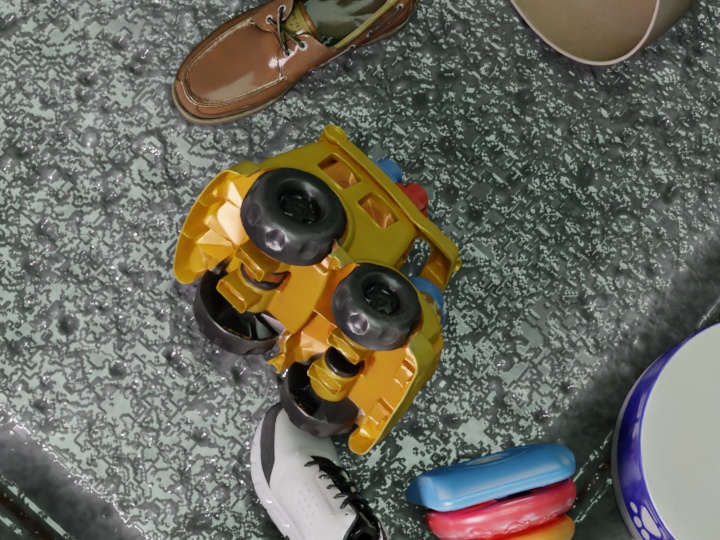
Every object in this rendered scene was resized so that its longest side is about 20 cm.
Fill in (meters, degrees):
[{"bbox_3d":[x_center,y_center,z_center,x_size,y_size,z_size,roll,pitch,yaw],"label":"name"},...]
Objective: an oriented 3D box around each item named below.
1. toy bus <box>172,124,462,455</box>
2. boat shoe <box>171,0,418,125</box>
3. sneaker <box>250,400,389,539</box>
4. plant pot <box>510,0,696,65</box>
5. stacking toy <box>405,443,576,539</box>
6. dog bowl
[{"bbox_3d":[0.000,0.000,1.630,0.200,0.136,0.192,45,45,14],"label":"toy bus"},{"bbox_3d":[-0.049,-0.176,1.701,0.199,0.068,0.072,-31,85,-13],"label":"boat shoe"},{"bbox_3d":[-0.016,0.167,1.593,0.073,0.080,0.201,6,50,-36],"label":"sneaker"},{"bbox_3d":[0.198,-0.268,1.703,0.134,0.200,0.201,-26,81,-28],"label":"plant pot"},{"bbox_3d":[0.112,0.228,1.623,0.109,0.116,0.201,-14,91,-12],"label":"stacking toy"},{"bbox_3d":[0.284,0.135,1.671,0.199,0.079,0.202,2,76,-7],"label":"dog bowl"}]
